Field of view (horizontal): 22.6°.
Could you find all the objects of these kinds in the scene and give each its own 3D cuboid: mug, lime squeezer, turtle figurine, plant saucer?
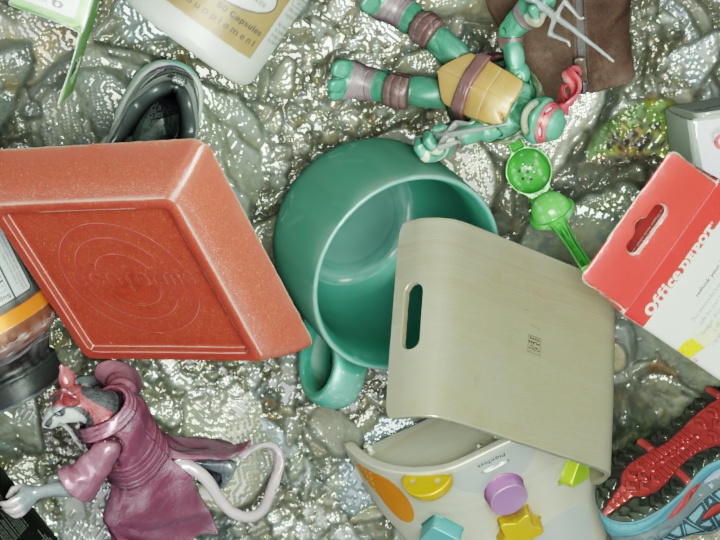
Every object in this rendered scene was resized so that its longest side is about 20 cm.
[{"bbox_3d":[-0.001,-0.010,1.329,0.184,0.114,0.153,-37,125,-6],"label":"mug"},{"bbox_3d":[0.137,-0.067,1.358,0.037,0.071,0.201,-17,60,-11],"label":"lime squeezer"},{"bbox_3d":[0.080,-0.135,1.309,0.199,0.101,0.151,24,75,26],"label":"turtle figurine"},{"bbox_3d":[-0.157,-0.003,1.260,0.198,0.037,0.201,-1,135,28],"label":"plant saucer"}]

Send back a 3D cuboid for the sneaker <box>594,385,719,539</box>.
[{"bbox_3d":[0.273,0.161,1.436,0.199,0.079,0.096,-26,136,-12],"label":"sneaker"}]

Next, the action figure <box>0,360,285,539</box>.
[{"bbox_3d":[-0.165,0.139,1.314,0.147,0.135,0.201,1,147,23],"label":"action figure"}]

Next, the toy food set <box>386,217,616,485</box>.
[{"bbox_3d":[0.105,0.060,1.286,0.199,0.060,0.145,20,65,-32],"label":"toy food set"}]

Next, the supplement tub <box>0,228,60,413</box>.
[{"bbox_3d":[-0.292,0.004,1.319,0.106,0.107,0.202,-24,103,-1],"label":"supplement tub"}]

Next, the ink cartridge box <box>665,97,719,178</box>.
[{"bbox_3d":[0.322,-0.038,1.388,0.145,0.083,0.202,-9,102,-4],"label":"ink cartridge box"}]

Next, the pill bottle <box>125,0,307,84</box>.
[{"bbox_3d":[-0.071,-0.245,1.293,0.114,0.114,0.201,34,95,-11],"label":"pill bottle"}]

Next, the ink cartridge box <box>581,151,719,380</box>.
[{"bbox_3d":[0.252,0.003,1.297,0.199,0.067,0.117,33,97,-21],"label":"ink cartridge box"}]

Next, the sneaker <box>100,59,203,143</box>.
[{"bbox_3d":[-0.169,-0.054,1.303,0.077,0.140,0.202,17,98,-9],"label":"sneaker"}]

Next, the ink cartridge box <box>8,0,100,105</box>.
[{"bbox_3d":[-0.207,-0.227,1.287,0.059,0.104,0.202,18,98,-9],"label":"ink cartridge box"}]

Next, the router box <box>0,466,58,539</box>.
[{"bbox_3d":[-0.330,0.166,1.333,0.149,0.051,0.201,-27,104,39],"label":"router box"}]

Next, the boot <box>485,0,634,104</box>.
[{"bbox_3d":[0.188,-0.226,1.361,0.198,0.072,0.168,-19,114,-4],"label":"boot"}]

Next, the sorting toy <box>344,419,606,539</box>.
[{"bbox_3d":[0.116,0.184,1.414,0.198,0.107,0.181,-25,121,-1],"label":"sorting toy"}]
